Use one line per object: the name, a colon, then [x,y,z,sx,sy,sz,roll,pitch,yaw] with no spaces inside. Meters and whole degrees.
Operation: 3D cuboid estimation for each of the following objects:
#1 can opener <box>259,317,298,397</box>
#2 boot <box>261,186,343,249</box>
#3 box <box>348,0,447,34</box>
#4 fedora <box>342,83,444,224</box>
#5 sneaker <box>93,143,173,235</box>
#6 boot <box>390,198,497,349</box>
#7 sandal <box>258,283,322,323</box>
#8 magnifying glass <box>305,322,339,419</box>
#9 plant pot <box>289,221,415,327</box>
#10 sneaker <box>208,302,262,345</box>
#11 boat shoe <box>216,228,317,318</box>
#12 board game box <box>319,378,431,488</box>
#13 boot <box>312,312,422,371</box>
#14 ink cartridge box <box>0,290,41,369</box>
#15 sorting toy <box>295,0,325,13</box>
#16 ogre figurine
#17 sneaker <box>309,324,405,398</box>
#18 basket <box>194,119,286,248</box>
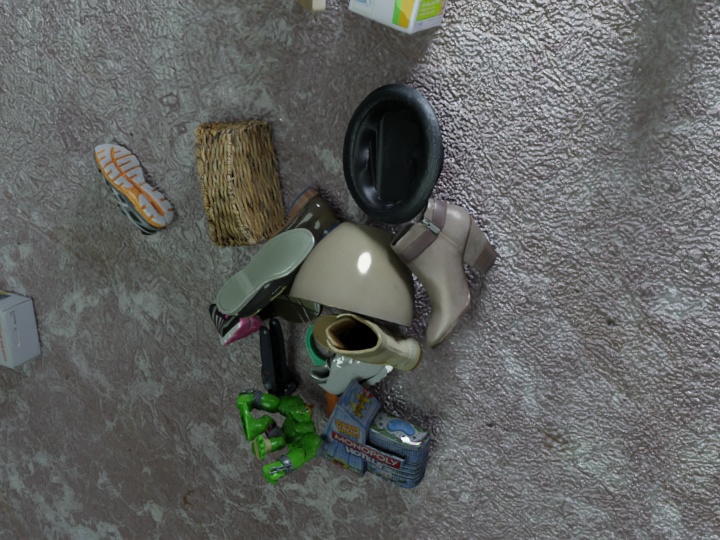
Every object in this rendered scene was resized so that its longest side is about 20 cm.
can opener: [-0.157,0.170,1.572,0.078,0.064,0.201,16,137,19]
boot: [-0.102,-0.032,1.458,0.097,0.075,0.201,40,114,14]
box: [0.072,-0.436,1.171,0.101,0.112,0.201,26,121,18]
fedora: [0.064,-0.171,1.291,0.199,0.091,0.202,6,100,39]
sneaker: [-0.435,-0.148,1.633,0.201,0.078,0.077,53,136,4]
boot: [0.107,-0.002,1.307,0.146,0.070,0.201,32,89,-16]
sandal: [-0.130,0.052,1.542,0.199,0.054,0.082,-11,98,49]
magnifying glass: [-0.055,0.184,1.565,0.079,0.022,0.202,5,113,29]
plant pot: [0.000,0.000,1.369,0.199,0.200,0.136,12,87,27]
sneaker: [-0.230,0.081,1.564,0.088,0.073,0.200,66,163,2]
boat shoe: [-0.145,0.006,1.429,0.201,0.060,0.072,-37,59,14]
board game box: [0.016,0.280,1.483,0.199,0.062,0.201,23,143,17]
boot: [-0.020,0.101,1.361,0.199,0.155,0.073,17,86,32]
ink cartridge box: [-0.832,0.125,1.984,0.199,0.087,0.147,11,116,30]
sorting toy: [-0.051,-0.472,1.200,0.069,0.199,0.202,-3,115,-15]
ogre figurine: [-0.136,0.275,1.512,0.200,0.119,0.099,-148,54,-62]
sneaker: [-0.003,0.148,1.468,0.080,0.077,0.200,36,124,-17]
basket: [-0.230,-0.143,1.463,0.148,0.143,0.202,3,111,30]
